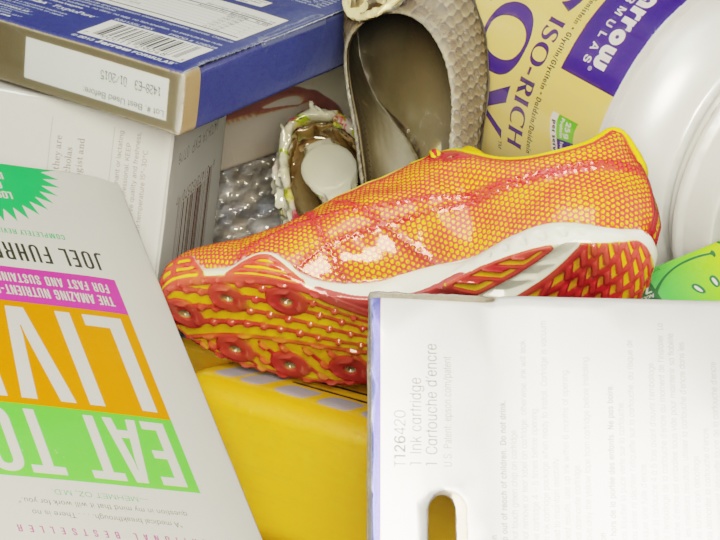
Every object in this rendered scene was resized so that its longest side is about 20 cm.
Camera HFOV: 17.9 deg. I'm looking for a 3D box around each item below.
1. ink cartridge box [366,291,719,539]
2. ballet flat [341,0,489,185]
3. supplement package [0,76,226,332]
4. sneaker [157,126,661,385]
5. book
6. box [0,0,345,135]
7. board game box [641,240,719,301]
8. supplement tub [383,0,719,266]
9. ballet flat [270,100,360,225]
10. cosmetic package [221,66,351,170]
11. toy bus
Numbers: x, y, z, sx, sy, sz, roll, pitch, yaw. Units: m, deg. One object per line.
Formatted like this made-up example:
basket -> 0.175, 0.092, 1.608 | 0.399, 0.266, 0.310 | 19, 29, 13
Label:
ink cartridge box -> 0.100, 0.108, 0.799 | 0.199, 0.047, 0.199 | 1, 75, -2
ballet flat -> 0.020, -0.050, 0.943 | 0.067, 0.046, 0.201 | -17, 73, 42
supplement package -> -0.170, -0.040, 0.999 | 0.199, 0.118, 0.117 | 10, 17, 6
sneaker -> 0.019, -0.006, 0.884 | 0.199, 0.073, 0.077 | -8, 48, 13
book -> -0.123, 0.039, 0.829 | 0.133, 0.048, 0.200 | 6, 41, -35
box -> -0.072, -0.109, 0.993 | 0.121, 0.033, 0.200 | 18, 26, 25
board game box -> 0.193, 0.021, 0.902 | 0.199, 0.102, 0.048 | -23, 46, -6
supplement tub -> 0.118, -0.078, 0.987 | 0.145, 0.146, 0.200 | -39, 48, -21
ballet flat -> 0.000, 0.000, 1.005 | 0.075, 0.064, 0.200 | -22, 46, -7
cosmetic package -> -0.093, -0.106, 1.117 | 0.199, 0.087, 0.104 | -18, 44, 0
toy bus -> -0.006, 0.080, 0.906 | 0.199, 0.065, 0.078 | 14, 11, 27
